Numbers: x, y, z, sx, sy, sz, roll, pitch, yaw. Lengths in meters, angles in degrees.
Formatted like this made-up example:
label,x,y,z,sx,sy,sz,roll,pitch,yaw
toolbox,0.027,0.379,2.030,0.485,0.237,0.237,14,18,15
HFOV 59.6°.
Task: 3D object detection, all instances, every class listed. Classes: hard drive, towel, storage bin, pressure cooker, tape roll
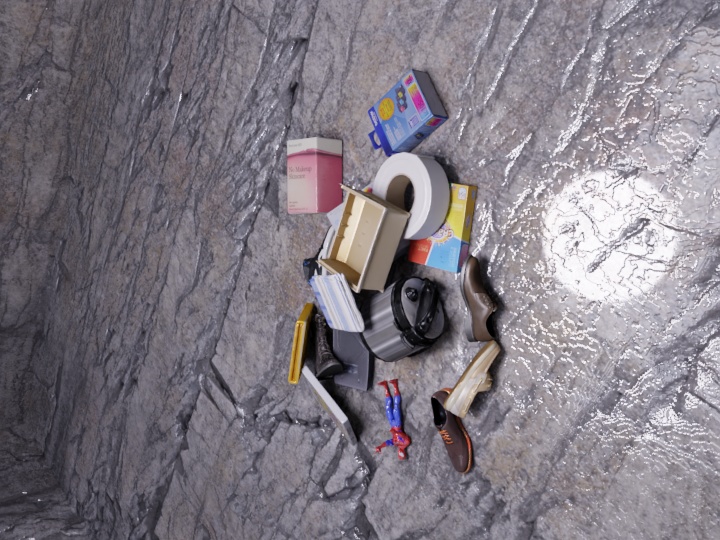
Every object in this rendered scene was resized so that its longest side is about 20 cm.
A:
label,x,y,z,sx,sy,sz,roll,pitch,yaw
hard drive,-0.017,0.218,1.730,0.133,0.042,0.206,5,97,42
towel,-0.058,0.076,1.522,0.199,0.023,0.150,-5,109,66
storage bin,-0.001,-0.080,1.504,0.197,0.092,0.205,33,111,45
pressure cooker,0.109,0.114,1.518,0.199,0.176,0.180,-32,69,39
tape roll,0.117,-0.177,1.504,0.200,0.070,0.209,2,92,49

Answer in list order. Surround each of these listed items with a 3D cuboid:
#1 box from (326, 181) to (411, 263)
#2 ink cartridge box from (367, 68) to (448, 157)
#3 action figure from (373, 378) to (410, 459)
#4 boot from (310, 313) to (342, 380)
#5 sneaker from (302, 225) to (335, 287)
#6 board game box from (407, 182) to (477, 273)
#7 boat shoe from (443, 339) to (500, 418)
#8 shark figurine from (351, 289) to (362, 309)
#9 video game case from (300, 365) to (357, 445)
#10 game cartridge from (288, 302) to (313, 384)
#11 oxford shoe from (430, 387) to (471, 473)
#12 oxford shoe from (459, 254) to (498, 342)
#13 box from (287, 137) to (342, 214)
label,x,y,z,sx,sy,sz,roll,pitch,yaw
box,0.023,-0.103,1.623,0.154,0.041,0.202,-33,70,5
ink cartridge box,0.104,-0.374,1.557,0.199,0.075,0.139,-37,69,39
action figure,0.073,0.394,1.629,0.064,0.098,0.205,-19,83,42
boot,-0.107,0.207,1.745,0.200,0.067,0.179,135,129,-66
sneaker,-0.116,-0.041,1.780,0.110,0.072,0.205,22,109,37
board game box,0.195,-0.110,1.514,0.151,0.040,0.206,15,103,41
boat shoe,0.271,0.255,1.459,0.068,0.074,0.202,34,108,7
shark figurine,-0.027,0.045,1.629,0.089,0.214,0.129,-36,83,5
video game case,-0.086,0.377,1.742,0.200,0.023,0.184,46,163,30
game cartridge,-0.167,0.200,1.781,0.032,0.200,0.181,9,102,-1
oxford shoe,0.210,0.391,1.516,0.070,0.072,0.205,-26,76,40
oxford shoe,0.278,0.062,1.437,0.083,0.072,0.205,-4,103,39
box,-0.127,-0.260,1.751,0.126,0.108,0.206,3,96,42
